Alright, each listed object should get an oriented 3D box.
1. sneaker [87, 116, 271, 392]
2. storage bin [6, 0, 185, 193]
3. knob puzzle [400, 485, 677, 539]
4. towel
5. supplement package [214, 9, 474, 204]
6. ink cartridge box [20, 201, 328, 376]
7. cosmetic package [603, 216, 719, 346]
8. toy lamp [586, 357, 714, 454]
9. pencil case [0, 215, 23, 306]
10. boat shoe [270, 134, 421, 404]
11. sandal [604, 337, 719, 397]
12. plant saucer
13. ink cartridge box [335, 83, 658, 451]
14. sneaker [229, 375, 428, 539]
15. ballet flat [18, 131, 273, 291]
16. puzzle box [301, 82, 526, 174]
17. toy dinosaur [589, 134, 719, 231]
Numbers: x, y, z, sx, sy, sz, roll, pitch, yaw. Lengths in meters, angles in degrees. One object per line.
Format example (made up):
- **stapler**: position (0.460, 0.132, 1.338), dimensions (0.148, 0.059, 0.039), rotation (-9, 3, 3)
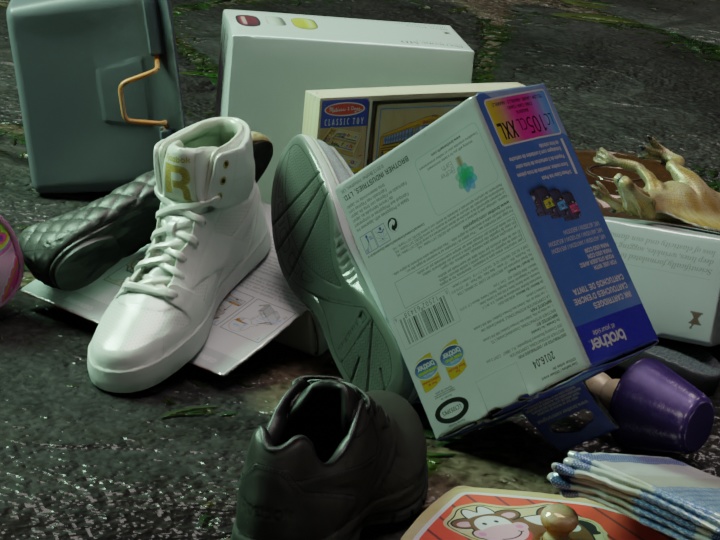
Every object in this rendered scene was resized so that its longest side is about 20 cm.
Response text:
- **sneaker**: position (-0.123, -0.021, 1.142), dimensions (0.073, 0.116, 0.200), rotation (8, 37, 20)
- **storage bin**: position (-0.214, -0.151, 1.478), dimensions (0.133, 0.202, 0.146), rotation (-8, 19, -4)
- **knob puzzle**: position (0.106, 0.146, 0.904), dimensions (0.217, 0.031, 0.220), rotation (5, 18, -1)
- **towel**: position (0.210, 0.138, 0.927), dimensions (0.199, 0.024, 0.146), rotation (21, 6, 35)
- **supplement package**: position (-0.019, -0.124, 1.483), dimensions (0.198, 0.157, 0.111), rotation (3, 19, -10)
- **ink cartridge box**: position (-0.103, 0.014, 1.229), dimensions (0.199, 0.044, 0.173), rotation (19, 43, 35)
- **cosmetic package**: position (0.213, 0.005, 1.223), dimensions (0.101, 0.075, 0.200), rotation (11, 2, 18)
- **toy lamp**: position (0.128, 0.064, 1.114), dimensions (0.199, 0.059, 0.058), rotation (21, 24, 38)
- **pencil case**: position (-0.318, -0.025, 1.218), dimensions (0.199, 0.088, 0.087), rotation (22, 24, 38)
- **boat shoe**: position (0.001, 0.000, 1.149), dimensions (0.064, 0.075, 0.203), rotation (-1, 51, -39)
- **sandal**: position (0.151, 0.057, 1.180), dimensions (0.199, 0.043, 0.076), rotation (14, 10, 41)
- **plant saucer**: position (0.226, -0.073, 1.596), dimensions (0.198, 0.035, 0.200), rotation (6, 19, -2)
- **ink cartridge box**: position (0.083, 0.011, 1.053), dimensions (0.076, 0.202, 0.136), rotation (-13, -12, -44)
- **sneaker**: position (-0.009, 0.093, 0.937), dimensions (0.075, 0.092, 0.200), rotation (8, 17, 15)
- **ballet flat**: position (-0.144, -0.051, 1.233), dimensions (0.199, 0.067, 0.057), rotation (-29, 53, -27)
- **puzzle box**: position (0.043, -0.078, 1.397), dimensions (0.198, 0.134, 0.025), rotation (-6, 21, -30)
- **toy dinosaur**: position (0.225, -0.049, 1.246), dimensions (0.199, 0.059, 0.101), rotation (-3, 26, -40)
